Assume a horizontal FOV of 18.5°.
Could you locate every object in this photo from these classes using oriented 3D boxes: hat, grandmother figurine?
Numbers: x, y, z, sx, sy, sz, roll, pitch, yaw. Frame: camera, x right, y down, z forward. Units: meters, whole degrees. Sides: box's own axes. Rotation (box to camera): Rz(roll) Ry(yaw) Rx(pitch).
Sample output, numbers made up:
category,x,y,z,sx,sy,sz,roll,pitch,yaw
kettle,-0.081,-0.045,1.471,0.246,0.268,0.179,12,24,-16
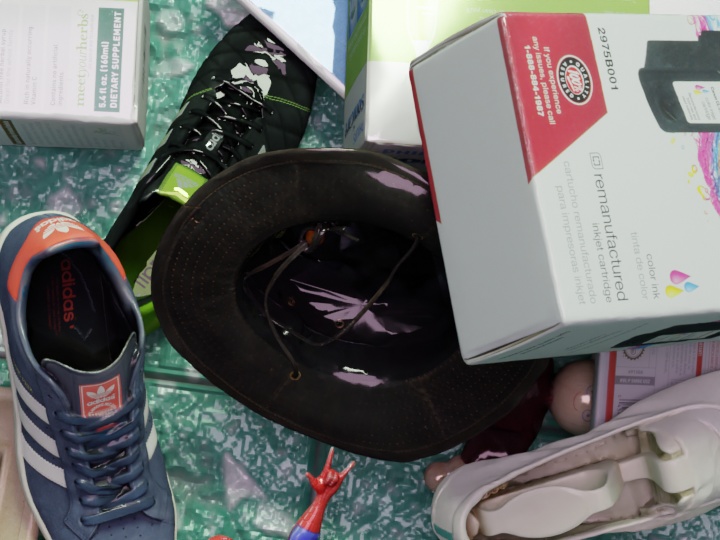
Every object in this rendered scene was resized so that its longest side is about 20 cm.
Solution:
category,x,y,z,sx,sy,sz,roll,pitch,yaw
hat,0.000,0.000,1.103,0.200,0.081,0.201,4,128,5
grandmother figurine,0.056,0.061,1.169,0.200,0.061,0.121,7,110,2

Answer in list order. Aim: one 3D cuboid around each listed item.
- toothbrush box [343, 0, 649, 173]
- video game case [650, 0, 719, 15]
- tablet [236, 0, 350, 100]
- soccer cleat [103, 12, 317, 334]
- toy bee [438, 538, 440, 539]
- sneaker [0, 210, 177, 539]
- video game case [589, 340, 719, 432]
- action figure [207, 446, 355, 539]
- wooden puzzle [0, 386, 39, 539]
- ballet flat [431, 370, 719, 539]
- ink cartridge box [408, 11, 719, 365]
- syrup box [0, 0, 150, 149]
category,x,y,z,sx,sy,sz,roll,pitch,yaw
toothbrush box,0.070,-0.148,1.140,0.145,0.086,0.200,3,78,-8
video game case,0.128,-0.174,1.213,0.182,0.022,0.200,-30,85,-4
tablet,0.031,-0.140,1.184,0.200,0.014,0.130,43,77,2
soccer cleat,-0.081,-0.053,1.167,0.067,0.081,0.200,30,84,2
toy bee,0.143,0.195,1.122,0.200,0.109,0.131,31,44,-18
sneaker,-0.132,0.069,1.082,0.075,0.084,0.200,-20,98,-21
video game case,0.220,0.050,1.135,0.200,0.017,0.143,3,99,-3
action figure,0.015,0.171,1.128,0.200,0.065,0.099,29,107,-11
wooden puzzle,-0.258,0.153,1.133,0.185,0.037,0.200,4,79,17
ballet flat,0.133,0.104,1.098,0.200,0.069,0.070,-18,85,0
ink cartridge box,0.136,-0.042,1.029,0.200,0.083,0.146,-4,78,-33
syrup box,-0.214,-0.112,1.171,0.200,0.081,0.079,3,83,-2
